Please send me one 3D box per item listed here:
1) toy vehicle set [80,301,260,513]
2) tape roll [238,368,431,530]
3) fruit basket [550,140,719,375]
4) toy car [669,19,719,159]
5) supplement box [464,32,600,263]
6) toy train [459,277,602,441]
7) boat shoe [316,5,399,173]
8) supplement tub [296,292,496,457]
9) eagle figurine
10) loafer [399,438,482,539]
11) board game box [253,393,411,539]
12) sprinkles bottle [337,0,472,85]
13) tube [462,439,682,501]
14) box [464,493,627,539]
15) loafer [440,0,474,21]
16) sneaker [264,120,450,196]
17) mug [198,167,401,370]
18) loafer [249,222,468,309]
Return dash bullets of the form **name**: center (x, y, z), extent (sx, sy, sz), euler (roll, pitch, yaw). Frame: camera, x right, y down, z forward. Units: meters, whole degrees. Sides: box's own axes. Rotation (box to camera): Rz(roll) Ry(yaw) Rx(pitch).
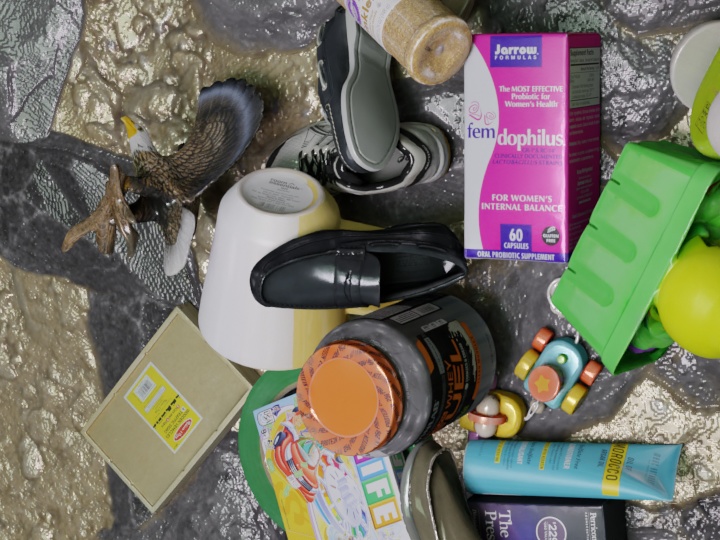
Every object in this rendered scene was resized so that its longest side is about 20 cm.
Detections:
- **toy vehicle set**: center (-0.203, 0.148, 1.634), extent (0.124, 0.026, 0.200), euler (46, 114, 12)
- **tape roll**: center (-0.027, 0.176, 1.544), extent (0.198, 0.048, 0.203), euler (5, 101, 25)
- **fruit basket**: center (0.286, 0.005, 1.307), extent (0.214, 0.155, 0.218), euler (4, 97, 32)
- **toy car**: center (0.361, -0.168, 1.262), extent (0.149, 0.176, 0.201), euler (25, 112, -19)
- **supplement box**: center (0.156, -0.114, 1.382), extent (0.100, 0.103, 0.203), euler (3, 98, 26)
- **toy train**: center (0.126, 0.087, 1.453), extent (0.198, 0.056, 0.152), euler (-19, 90, 27)
- **boat shoe**: center (-0.007, -0.166, 1.430), extent (0.060, 0.075, 0.202), euler (-28, 42, 34)
- **supplement tub**: center (0.032, 0.094, 1.363), extent (0.121, 0.199, 0.124), euler (6, 102, 28)
- **eagle figurine**: center (-0.176, -0.091, 1.470), extent (0.151, 0.199, 0.153), euler (5, 111, 38)
- **loafer**: center (0.092, 0.252, 1.407), extent (0.069, 0.075, 0.202), euler (-12, 92, 35)
- **board game box**: center (-0.017, 0.210, 1.477), extent (0.133, 0.034, 0.202), euler (-24, 76, 26)
- **sprinkles bottle**: center (0.021, -0.246, 1.381), extent (0.200, 0.068, 0.069), euler (49, 118, 40)
- **tube**: center (0.196, 0.185, 1.420), extent (0.198, 0.078, 0.051), euler (-1, 128, 21)
- **box**: center (0.182, 0.308, 1.452), extent (0.140, 0.079, 0.203), euler (-3, 97, 23)
- **loafer**: center (0.079, -0.282, 1.408), extent (0.075, 0.068, 0.201), euler (37, 112, 15)
- **sneaker**: center (-0.016, -0.108, 1.472), extent (0.198, 0.087, 0.077), euler (-7, 97, 27)
- **mug**: center (-0.063, -0.016, 1.464), extent (0.150, 0.185, 0.155), euler (50, 145, 44)
- **loafer**: center (0.000, 0.000, 1.373), extent (0.198, 0.071, 0.069), euler (-10, 120, -14)
